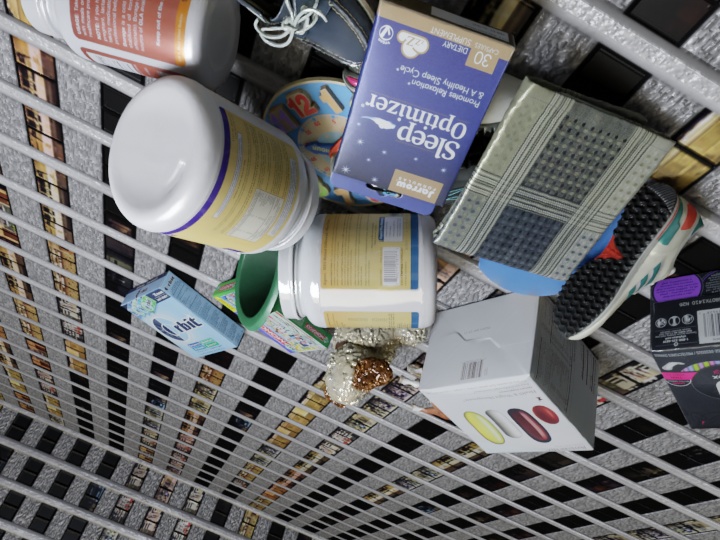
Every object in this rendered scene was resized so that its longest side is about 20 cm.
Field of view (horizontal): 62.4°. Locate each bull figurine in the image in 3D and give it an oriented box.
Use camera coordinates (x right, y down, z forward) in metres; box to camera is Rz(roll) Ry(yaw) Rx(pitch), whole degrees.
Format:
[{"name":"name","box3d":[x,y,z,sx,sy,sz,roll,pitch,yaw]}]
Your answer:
[{"name":"bull figurine","box3d":[0.142,0.213,1.087,0.118,0.066,0.203,8,141,23]}]

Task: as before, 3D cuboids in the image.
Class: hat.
[{"name":"hat","box3d":[-0.088,0.016,0.921,0.172,0.170,0.200,14,-166,-31]}]

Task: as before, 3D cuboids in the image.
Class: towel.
[{"name":"towel","box3d":[0.192,-0.085,0.609,0.187,0.035,0.202,13,129,-21]}]

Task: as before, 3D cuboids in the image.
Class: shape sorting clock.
[{"name":"shape sorting clock","box3d":[-0.026,-0.146,0.716,0.194,0.040,0.202,14,144,10]}]

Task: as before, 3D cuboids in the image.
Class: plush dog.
[{"name":"plush dog","box3d":[-0.002,0.131,0.953,0.157,0.175,0.200,27,146,-11]}]

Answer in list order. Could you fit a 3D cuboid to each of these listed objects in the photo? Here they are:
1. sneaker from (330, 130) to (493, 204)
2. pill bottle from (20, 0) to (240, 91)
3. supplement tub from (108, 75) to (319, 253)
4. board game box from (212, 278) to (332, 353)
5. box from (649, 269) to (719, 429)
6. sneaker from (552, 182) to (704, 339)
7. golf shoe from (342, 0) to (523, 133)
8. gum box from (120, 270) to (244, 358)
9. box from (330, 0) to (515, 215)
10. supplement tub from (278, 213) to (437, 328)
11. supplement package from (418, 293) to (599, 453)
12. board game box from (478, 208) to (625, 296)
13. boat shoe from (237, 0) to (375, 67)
[{"name":"sneaker","box3d":[0.064,-0.103,0.664,0.193,0.077,0.080,-1,147,1]},{"name":"pill bottle","box3d":[-0.230,-0.261,0.601,0.194,0.114,0.113,16,146,5]},{"name":"supplement tub","box3d":[-0.145,-0.099,0.632,0.142,0.151,0.199,-3,171,29]},{"name":"board game box","box3d":[-0.161,0.083,1.083,0.199,0.030,0.133,40,149,-25]},{"name":"box","box3d":[0.452,0.105,0.747,0.120,0.108,0.200,-13,134,39]},{"name":"sneaker","box3d":[0.306,0.006,0.669,0.091,0.071,0.203,19,114,-26]},{"name":"golf shoe","box3d":[0.078,-0.194,0.571,0.194,0.078,0.089,15,137,5]},{"name":"gum box","box3d":[-0.359,0.096,1.202,0.167,0.045,0.200,-17,130,41]},{"name":"box","box3d":[0.046,-0.135,0.550,0.118,0.033,0.203,15,133,-6]},{"name":"supplement tub","box3d":[0.000,0.000,0.773,0.193,0.148,0.147,0,143,4]},{"name":"supplement package","box3d":[0.228,0.160,0.898,0.188,0.150,0.200,-18,130,42]},{"name":"board game box","box3d":[0.217,-0.063,0.685,0.153,0.039,0.205,1,126,-2]},{"name":"boat shoe","box3d":[-0.064,-0.234,0.501,0.198,0.063,0.074,36,141,-28]}]
